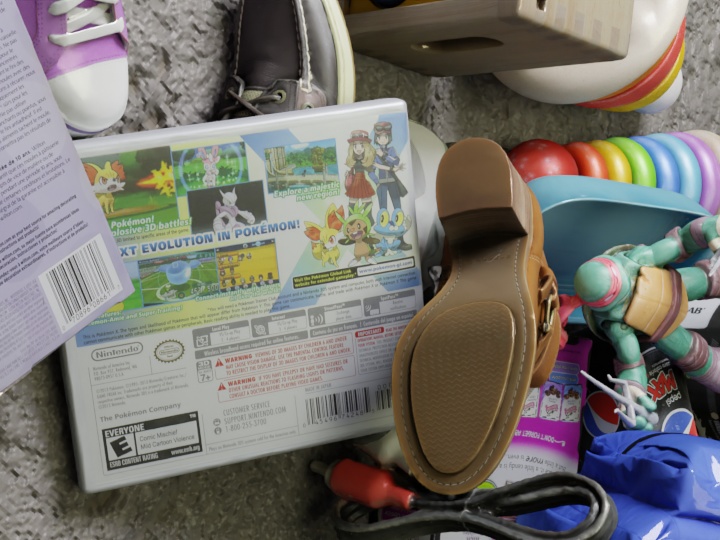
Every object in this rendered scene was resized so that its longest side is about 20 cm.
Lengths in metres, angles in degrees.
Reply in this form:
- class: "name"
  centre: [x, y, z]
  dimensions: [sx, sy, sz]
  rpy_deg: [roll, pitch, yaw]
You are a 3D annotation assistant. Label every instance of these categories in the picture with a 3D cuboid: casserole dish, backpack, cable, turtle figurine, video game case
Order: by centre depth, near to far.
- class: "video game case"
  centre: [-0.062, 0.011, 0.743]
  dimensions: [0.199, 0.022, 0.183]
  rpy_deg: [-10, 104, -18]
- class: "cable"
  centre: [0.047, 0.126, 0.791]
  dimensions: [0.097, 0.200, 0.050]
  rpy_deg: [-49, 123, -20]
- class: "backpack"
  centre: [0.180, 0.182, 0.822]
  dimensions: [0.162, 0.200, 0.168]
  rpy_deg: [20, 80, -14]
- class: "turtle figurine"
  centre: [0.196, 0.022, 0.898]
  dimensions: [0.200, 0.101, 0.150]
  rpy_deg: [12, 108, -49]
- class: "casserole dish"
  centre: [0.154, -0.016, 0.944]
  dimensions: [0.199, 0.121, 0.039]
  rpy_deg: [4, 47, -35]

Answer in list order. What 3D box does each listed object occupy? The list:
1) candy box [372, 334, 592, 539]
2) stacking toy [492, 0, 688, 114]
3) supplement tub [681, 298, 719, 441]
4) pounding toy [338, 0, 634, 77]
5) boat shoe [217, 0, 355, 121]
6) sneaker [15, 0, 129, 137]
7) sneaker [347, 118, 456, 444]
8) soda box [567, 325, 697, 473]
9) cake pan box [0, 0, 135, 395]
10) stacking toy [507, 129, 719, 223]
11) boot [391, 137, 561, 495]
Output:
- class: "candy box"
  centre: [0.077, 0.134, 0.911]
  dimensions: [0.136, 0.061, 0.201]
  rpy_deg: [12, 84, -43]
- class: "stacking toy"
  centre: [0.175, -0.157, 0.969]
  dimensions: [0.200, 0.146, 0.147]
  rpy_deg: [30, 71, -60]
- class: "supplement tub"
  centre: [0.311, 0.077, 1.031]
  dimensions: [0.122, 0.200, 0.123]
  rpy_deg: [-2, 93, -43]
- class: "pounding toy"
  centre: [0.076, -0.222, 0.797]
  dimensions: [0.142, 0.200, 0.185]
  rpy_deg: [10, 85, -42]
- class: "boat shoe"
  centre: [-0.047, -0.074, 0.776]
  dimensions: [0.065, 0.073, 0.201]
  rpy_deg: [-11, 100, -47]
- class: "sneaker"
  centre: [-0.136, -0.160, 0.662]
  dimensions: [0.073, 0.114, 0.201]
  rpy_deg: [-29, 112, -40]
- class: "sneaker"
  centre: [0.000, 0.000, 0.830]
  dimensions: [0.088, 0.074, 0.201]
  rpy_deg: [25, 68, -36]
- class: "soda box"
  centre: [0.194, 0.135, 0.975]
  dimensions: [0.063, 0.071, 0.201]
  rpy_deg: [2, 73, -41]
- class: "cake pan box"
  centre: [-0.202, -0.026, 0.594]
  dimensions: [0.200, 0.052, 0.185]
  rpy_deg: [-42, 124, -39]
- class: "stacking toy"
  centre: [0.178, -0.059, 0.990]
  dimensions: [0.199, 0.085, 0.086]
  rpy_deg: [-2, 94, -37]
- class: "boot"
  centre: [0.073, 0.043, 0.787]
  dimensions: [0.155, 0.076, 0.201]
  rpy_deg: [54, 33, -61]
